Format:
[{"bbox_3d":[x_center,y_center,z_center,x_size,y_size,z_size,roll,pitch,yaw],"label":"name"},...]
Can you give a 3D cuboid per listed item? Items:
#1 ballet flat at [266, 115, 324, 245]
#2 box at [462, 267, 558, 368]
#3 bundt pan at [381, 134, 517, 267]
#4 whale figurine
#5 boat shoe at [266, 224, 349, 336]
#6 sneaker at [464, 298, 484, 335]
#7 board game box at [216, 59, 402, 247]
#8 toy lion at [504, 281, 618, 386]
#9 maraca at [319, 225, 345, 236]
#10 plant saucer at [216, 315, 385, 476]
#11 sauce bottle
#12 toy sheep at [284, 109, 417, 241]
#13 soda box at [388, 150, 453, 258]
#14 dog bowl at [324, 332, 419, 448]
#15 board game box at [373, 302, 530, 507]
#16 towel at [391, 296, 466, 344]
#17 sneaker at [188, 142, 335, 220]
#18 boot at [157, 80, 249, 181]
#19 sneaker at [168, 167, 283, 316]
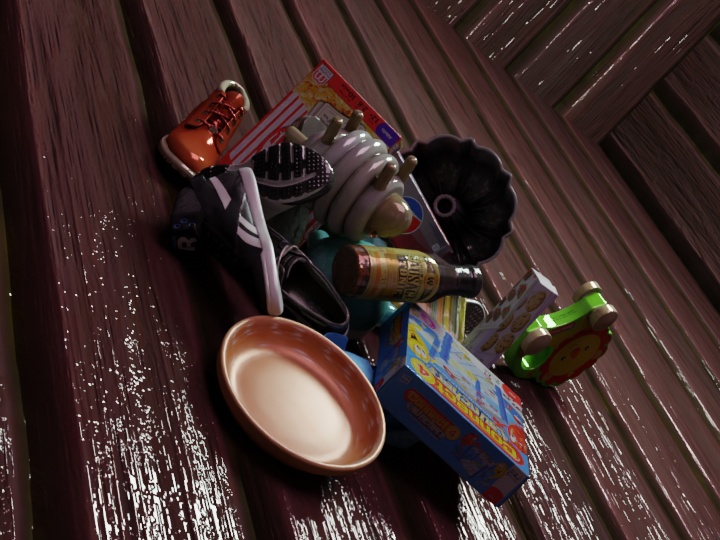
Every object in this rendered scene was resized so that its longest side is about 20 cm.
[{"bbox_3d":[-0.094,-0.102,1.636,0.046,0.203,0.067,2,-18,45],"label":"ballet flat"},{"bbox_3d":[0.182,0.085,1.736,0.041,0.200,0.039,32,19,-30],"label":"box"},{"bbox_3d":[0.120,-0.081,1.795,0.202,0.201,0.076,50,0,15],"label":"bundt pan"},{"bbox_3d":[0.000,0.000,1.636,0.159,0.104,0.200,47,35,6],"label":"whale figurine"},{"bbox_3d":[-0.083,0.000,1.515,0.199,0.071,0.072,41,63,1],"label":"boat shoe"},{"bbox_3d":[0.078,0.053,1.826,0.198,0.074,0.084,19,-4,-37],"label":"sneaker"},{"bbox_3d":[-0.066,-0.151,1.696,0.151,0.200,0.046,44,-5,11],"label":"board game box"},{"bbox_3d":[0.310,0.117,2.019,0.197,0.193,0.069,-17,53,-22],"label":"toy lion"},{"bbox_3d":[-0.031,-0.095,1.804,0.137,0.107,0.200,45,19,1],"label":"maraca"},{"bbox_3d":[-0.065,0.133,1.332,0.198,0.038,0.201,28,32,-19],"label":"plant saucer"},{"bbox_3d":[0.061,0.006,1.555,0.198,0.066,0.066,2,42,-34],"label":"sauce bottle"},{"bbox_3d":[-0.015,-0.114,1.578,0.200,0.138,0.137,44,18,18],"label":"toy sheep"},{"bbox_3d":[0.047,-0.097,1.735,0.202,0.069,0.063,62,5,12],"label":"soda box"},{"bbox_3d":[0.013,0.145,1.499,0.199,0.050,0.112,26,26,-42],"label":"dog bowl"},{"bbox_3d":[0.107,0.150,1.519,0.200,0.056,0.196,42,18,-12],"label":"board game box"},{"bbox_3d":[0.053,0.036,1.728,0.198,0.018,0.087,20,49,-19],"label":"towel"},{"bbox_3d":[-0.110,-0.099,1.550,0.080,0.197,0.075,34,56,-52],"label":"sneaker"},{"bbox_3d":[-0.194,-0.181,1.648,0.075,0.107,0.201,40,21,-16],"label":"boot"},{"bbox_3d":[-0.154,-0.021,1.434,0.074,0.110,0.202,85,-10,-51],"label":"sneaker"}]
